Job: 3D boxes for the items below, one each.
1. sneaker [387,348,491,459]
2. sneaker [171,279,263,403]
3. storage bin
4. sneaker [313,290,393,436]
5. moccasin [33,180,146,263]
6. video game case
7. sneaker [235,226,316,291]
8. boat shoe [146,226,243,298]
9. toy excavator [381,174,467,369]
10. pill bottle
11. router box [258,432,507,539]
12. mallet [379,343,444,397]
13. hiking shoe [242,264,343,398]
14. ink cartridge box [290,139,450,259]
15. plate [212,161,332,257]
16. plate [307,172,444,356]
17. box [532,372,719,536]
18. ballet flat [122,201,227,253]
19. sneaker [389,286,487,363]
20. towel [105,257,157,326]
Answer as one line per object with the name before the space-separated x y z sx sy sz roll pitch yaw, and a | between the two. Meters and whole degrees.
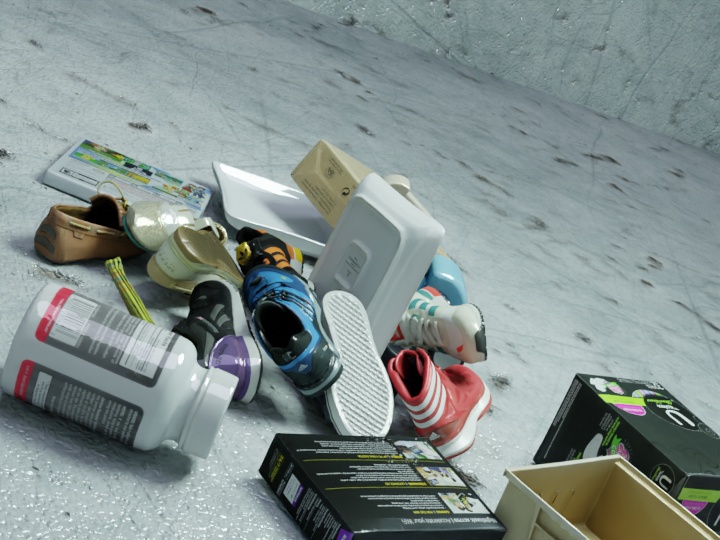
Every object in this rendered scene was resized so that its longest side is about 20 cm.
sneaker | 0.088 0.121 1.592 0.116 0.078 0.200 63 12 -14
sneaker | -0.170 0.064 1.527 0.087 0.076 0.200 8 24 -24
storage bin | 0.252 0.283 1.408 0.199 0.094 0.198 3 28 -47
sneaker | -0.017 0.123 1.557 0.078 0.080 0.201 11 44 -22
moccasin | -0.299 -0.059 1.682 0.073 0.078 0.201 34 21 29
video game case | -0.305 -0.111 1.904 0.199 0.022 0.182 22 19 -3
sneaker | -0.114 0.006 1.717 0.090 0.070 0.200 32 14 -19
boat shoe | -0.193 -0.003 1.664 0.074 0.066 0.200 56 7 17
toy excavator | 0.076 0.000 1.784 0.193 0.201 0.100 22 18 -8
pill bottle | -0.218 0.098 1.313 0.199 0.111 0.111 23 19 -2
router box | 0.022 0.219 1.365 0.199 0.051 0.149 8 27 -39
mallet | 0.068 0.133 1.692 0.041 0.066 0.200 38 9 29
hiking shoe | -0.083 0.045 1.530 0.087 0.074 0.200 48 3 -43
ink cartridge box | 0.015 -0.074 1.994 0.164 0.075 0.200 30 17 -52
plate | -0.111 -0.075 1.998 0.199 0.032 0.200 18 19 -20
plate | 0.000 0.000 1.672 0.032 0.201 0.200 21 13 -33
box | 0.323 0.223 1.603 0.148 0.125 0.200 9 25 -37
ballet flat | -0.216 -0.053 1.702 0.068 0.062 0.200 69 13 11
sneaker | 0.075 0.070 1.648 0.093 0.071 0.200 -13 16 -17
towel | -0.214 0.062 1.464 0.018 0.086 0.200 -28 35 -11
